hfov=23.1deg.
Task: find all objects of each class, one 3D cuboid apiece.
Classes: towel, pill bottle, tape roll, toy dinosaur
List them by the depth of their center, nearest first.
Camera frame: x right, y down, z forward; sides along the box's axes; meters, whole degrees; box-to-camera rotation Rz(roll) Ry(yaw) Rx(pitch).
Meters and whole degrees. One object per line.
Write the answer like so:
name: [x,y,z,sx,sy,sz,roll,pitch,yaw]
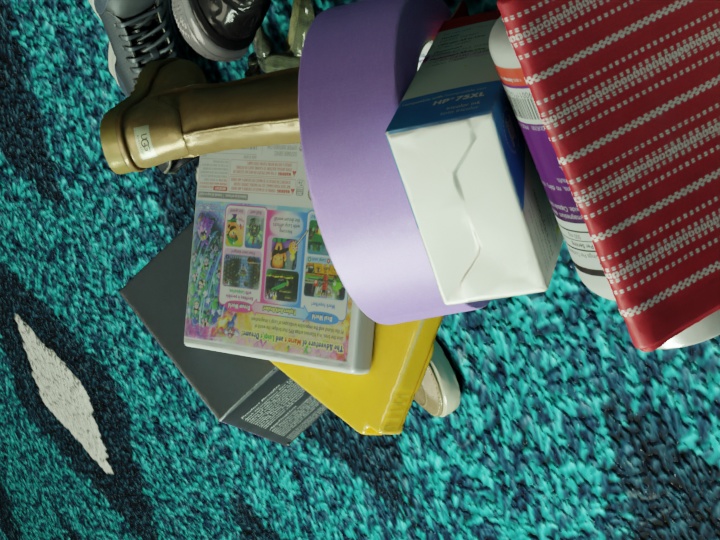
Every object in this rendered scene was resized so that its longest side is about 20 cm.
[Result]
towel: [0.165,-0.075,0.895,0.202,0.144,0.022,65,167,-15]
pill bottle: [0.153,-0.063,0.966,0.112,0.112,0.202,9,128,60]
tape roll: [0.030,-0.071,1.099,0.065,0.201,0.202,-10,117,21]
toy dinosaur: [-0.059,-0.160,1.348,0.088,0.047,0.201,25,142,29]

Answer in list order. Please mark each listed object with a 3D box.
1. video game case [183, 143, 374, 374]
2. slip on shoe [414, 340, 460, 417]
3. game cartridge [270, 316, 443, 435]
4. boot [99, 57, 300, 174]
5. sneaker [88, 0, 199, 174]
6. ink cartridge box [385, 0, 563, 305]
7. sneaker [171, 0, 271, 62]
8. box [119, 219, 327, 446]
video game case: [-0.059,-0.024,1.331,0.199,0.024,0.185,6,91,45]
slip on shoe: [0.003,0.047,1.452,0.201,0.060,0.076,53,156,13]
game cartridge: [0.000,0.000,1.306,0.176,0.032,0.202,35,113,42]
boot: [-0.071,-0.122,1.283,0.198,0.176,0.067,-8,114,17]
sneaker: [-0.165,-0.171,1.482,0.147,0.076,0.203,60,168,23]
ink cartridge box: [0.084,-0.082,1.056,0.066,0.201,0.117,-10,117,22]
sneaker: [-0.099,-0.262,1.275,0.114,0.075,0.202,-34,67,43]
box: [-0.096,0.053,1.505,0.148,0.104,0.200,50,-176,19]
